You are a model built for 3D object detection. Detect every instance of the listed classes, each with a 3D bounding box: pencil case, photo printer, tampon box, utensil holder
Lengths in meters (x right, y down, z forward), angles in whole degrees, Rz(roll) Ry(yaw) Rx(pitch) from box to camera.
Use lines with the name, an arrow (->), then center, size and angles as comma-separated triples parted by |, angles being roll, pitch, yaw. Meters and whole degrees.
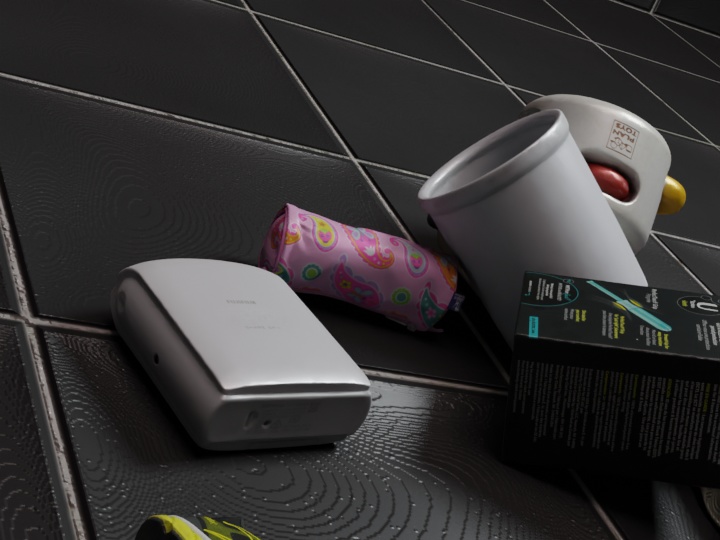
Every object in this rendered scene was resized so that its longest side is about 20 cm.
pencil case -> 0.000, 0.000, 1.335 | 0.198, 0.088, 0.088 | 17, 24, -19
photo printer -> -0.105, 0.060, 1.119 | 0.165, 0.070, 0.200 | 3, 31, -40
tampon box -> 0.236, 0.097, 1.230 | 0.197, 0.128, 0.150 | 7, 22, 8
utensil holder -> 0.175, -0.032, 1.370 | 0.201, 0.169, 0.170 | 59, 20, -12

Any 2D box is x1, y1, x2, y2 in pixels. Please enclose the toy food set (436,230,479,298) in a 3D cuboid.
toy food set -> 0.195, 0.001, 1.543 | 0.198, 0.061, 0.144 | 9, 28, -32

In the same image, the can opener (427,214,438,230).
can opener -> 0.171, -0.034, 1.507 | 0.198, 0.053, 0.066 | 22, -6, 5

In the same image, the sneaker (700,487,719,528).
sneaker -> 0.366, 0.190, 1.300 | 0.084, 0.076, 0.201 | 15, 27, -20

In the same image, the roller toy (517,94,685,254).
roller toy -> 0.252, -0.108, 1.523 | 0.198, 0.141, 0.182 | 11, -17, 33

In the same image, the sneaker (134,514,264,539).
sneaker -> -0.054, 0.212, 0.843 | 0.199, 0.075, 0.084 | 39, 27, 30
